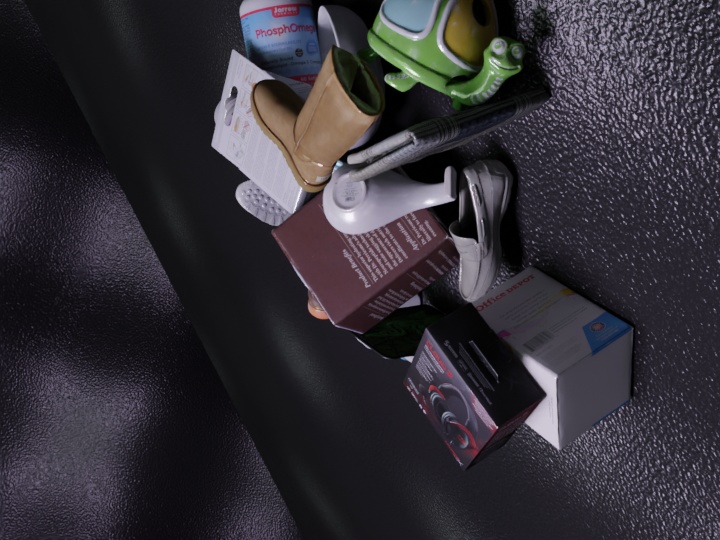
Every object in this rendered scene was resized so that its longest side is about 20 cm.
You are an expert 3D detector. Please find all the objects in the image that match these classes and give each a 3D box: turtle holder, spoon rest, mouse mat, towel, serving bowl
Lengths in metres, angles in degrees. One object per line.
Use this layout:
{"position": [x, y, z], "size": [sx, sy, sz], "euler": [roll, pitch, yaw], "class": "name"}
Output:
{"position": [0.089, -0.260, 0.989], "size": [0.132, 0.140, 0.186], "euler": [-62, 21, 21], "class": "turtle holder"}
{"position": [0.038, -0.099, 1.156], "size": [0.199, 0.061, 0.100], "euler": [-2, 80, 30], "class": "spoon rest"}
{"position": [0.076, 0.091, 1.375], "size": [0.161, 0.199, 0.008], "euler": [32, 119, 50], "class": "mouse mat"}
{"position": [0.094, -0.160, 1.040], "size": [0.200, 0.192, 0.035], "euler": [-17, 94, 66], "class": "towel"}
{"position": [-0.007, -0.275, 1.249], "size": [0.200, 0.065, 0.202], "euler": [167, 90, -83], "class": "serving bowl"}

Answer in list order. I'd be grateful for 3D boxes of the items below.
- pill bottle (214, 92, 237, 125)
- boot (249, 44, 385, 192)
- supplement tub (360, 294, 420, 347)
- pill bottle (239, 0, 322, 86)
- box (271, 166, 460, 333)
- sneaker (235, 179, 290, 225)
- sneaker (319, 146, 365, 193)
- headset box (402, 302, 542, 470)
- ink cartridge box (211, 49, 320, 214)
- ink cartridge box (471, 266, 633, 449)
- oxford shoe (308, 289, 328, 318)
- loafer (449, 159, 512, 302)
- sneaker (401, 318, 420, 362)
{"position": [-0.186, -0.248, 1.638], "size": [0.200, 0.112, 0.113], "euler": [43, 151, 36], "class": "pill bottle"}
{"position": [-0.055, -0.209, 1.083], "size": [0.176, 0.066, 0.200], "euler": [56, 151, 9], "class": "boot"}
{"position": [-0.004, 0.027, 1.543], "size": [0.200, 0.131, 0.133], "euler": [44, 152, 37], "class": "supplement tub"}
{"position": [-0.116, -0.341, 1.299], "size": [0.109, 0.108, 0.202], "euler": [5, 107, 64], "class": "pill bottle"}
{"position": [0.017, -0.038, 1.262], "size": [0.166, 0.199, 0.164], "euler": [56, -172, 15], "class": "box"}
{"position": [-0.135, -0.116, 1.600], "size": [0.080, 0.199, 0.077], "euler": [19, 95, 63], "class": "sneaker"}
{"position": [-0.032, -0.150, 1.344], "size": [0.077, 0.087, 0.200], "euler": [36, -162, 4], "class": "sneaker"}
{"position": [0.136, 0.145, 1.115], "size": [0.149, 0.075, 0.200], "euler": [55, 158, 19], "class": "headset box"}
{"position": [-0.121, -0.199, 1.264], "size": [0.200, 0.057, 0.163], "euler": [43, 128, 32], "class": "ink cartridge box"}
{"position": [0.227, 0.100, 1.135], "size": [0.200, 0.128, 0.126], "euler": [38, 148, 47], "class": "ink cartridge box"}
{"position": [0.000, 0.000, 1.415], "size": [0.071, 0.200, 0.073], "euler": [33, 143, 32], "class": "oxford shoe"}
{"position": [0.146, -0.048, 1.156], "size": [0.070, 0.069, 0.201], "euler": [-132, 39, -55], "class": "loafer"}
{"position": [0.122, 0.148, 1.478], "size": [0.086, 0.075, 0.200], "euler": [31, 166, 31], "class": "sneaker"}
